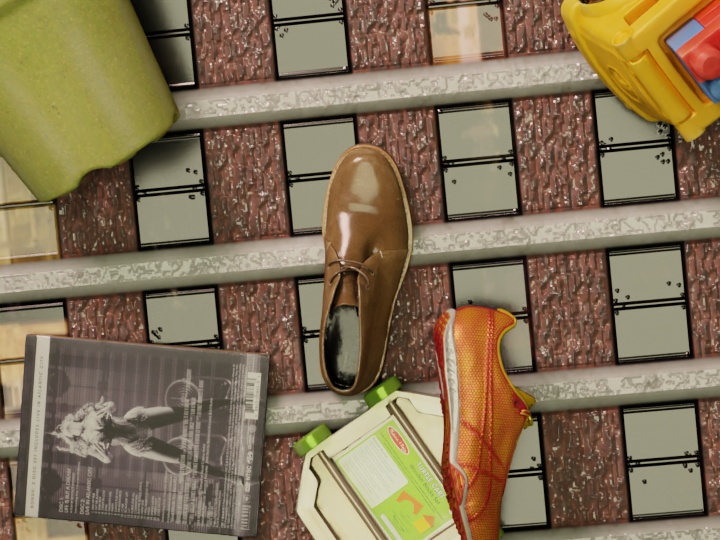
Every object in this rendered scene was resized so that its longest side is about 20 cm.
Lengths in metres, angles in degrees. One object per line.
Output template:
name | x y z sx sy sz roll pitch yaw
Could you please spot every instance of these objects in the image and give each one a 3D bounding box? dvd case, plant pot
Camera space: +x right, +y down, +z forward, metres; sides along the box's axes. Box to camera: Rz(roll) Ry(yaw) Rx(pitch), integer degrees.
dvd case | -0.176 0.133 1.808 0.199 0.016 0.149 5 94 4
plant pot | -0.239 -0.162 1.731 0.200 0.200 0.185 -31 101 5

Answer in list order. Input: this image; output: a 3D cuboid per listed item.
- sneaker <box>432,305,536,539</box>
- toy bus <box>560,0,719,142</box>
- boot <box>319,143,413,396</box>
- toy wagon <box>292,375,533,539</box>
sneaker | 0.098 0.127 1.719 0.077 0.073 0.201 -2 94 -5
toy bus | 0.271 -0.194 1.654 0.200 0.192 0.136 -39 110 3
boot | 0.000 0.000 1.759 0.073 0.075 0.201 4 91 7
toy wagon | 0.049 0.160 1.778 0.200 0.040 0.155 -35 89 5
